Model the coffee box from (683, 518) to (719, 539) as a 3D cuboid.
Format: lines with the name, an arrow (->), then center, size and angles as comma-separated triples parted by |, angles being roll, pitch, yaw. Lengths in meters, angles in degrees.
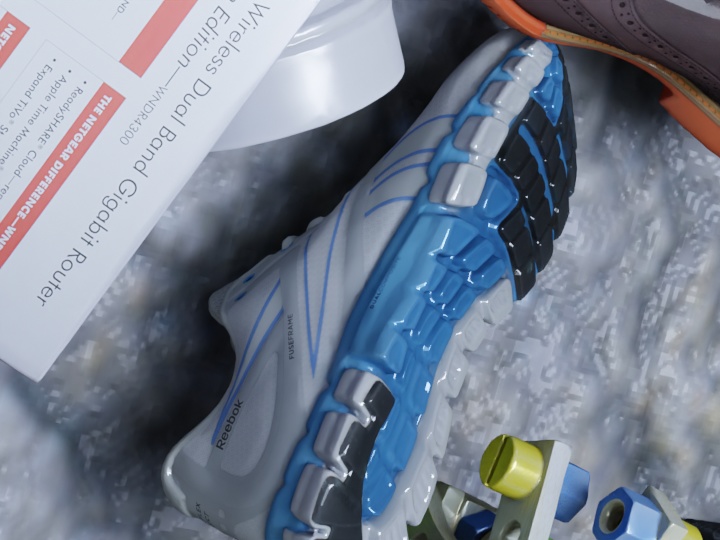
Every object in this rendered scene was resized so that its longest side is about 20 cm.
coffee box -> 0.220, 0.132, 0.943 | 0.199, 0.123, 0.044 | 13, 91, -29

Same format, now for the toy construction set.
toy construction set -> 0.014, 0.143, 0.823 | 0.092, 0.131, 0.200 | 42, 75, -27

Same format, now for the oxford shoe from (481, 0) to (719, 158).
oxford shoe -> 0.098, -0.095, 0.802 | 0.200, 0.072, 0.072 | 28, 71, -34

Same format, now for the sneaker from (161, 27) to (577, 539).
sneaker -> 0.000, 0.000, 0.822 | 0.200, 0.086, 0.075 | -60, 145, -26

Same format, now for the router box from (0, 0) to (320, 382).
router box -> -0.096, -0.104, 0.652 | 0.179, 0.049, 0.200 | 37, 92, -22

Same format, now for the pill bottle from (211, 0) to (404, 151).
pill bottle -> -0.051, -0.140, 0.743 | 0.112, 0.112, 0.201 | -22, 111, -23
